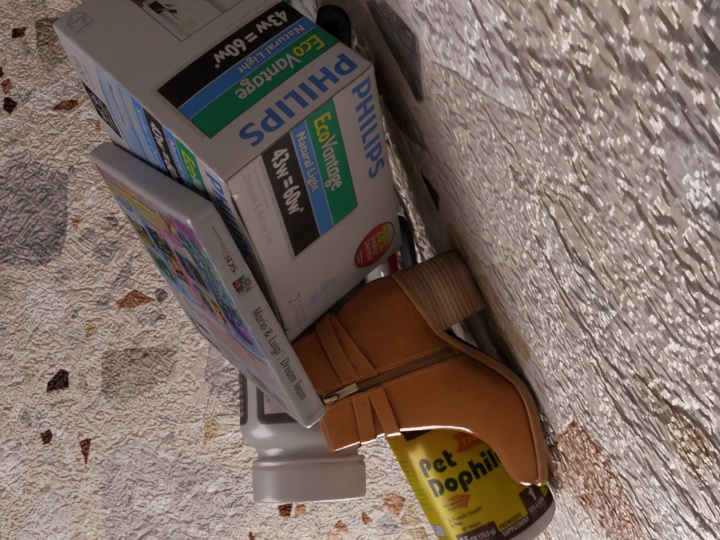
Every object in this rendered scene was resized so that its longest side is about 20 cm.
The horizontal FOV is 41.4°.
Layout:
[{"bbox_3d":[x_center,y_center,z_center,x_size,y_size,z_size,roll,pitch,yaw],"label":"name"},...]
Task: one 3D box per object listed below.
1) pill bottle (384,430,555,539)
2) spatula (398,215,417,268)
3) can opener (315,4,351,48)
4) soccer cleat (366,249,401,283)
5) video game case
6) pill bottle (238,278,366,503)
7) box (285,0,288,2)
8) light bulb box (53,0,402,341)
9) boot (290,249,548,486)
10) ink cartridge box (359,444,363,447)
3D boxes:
[{"bbox_3d":[0.081,0.145,0.832,0.202,0.108,0.109,62,175,1],"label":"pill bottle"},{"bbox_3d":[0.062,0.027,0.911,0.057,0.020,0.202,-117,4,-50],"label":"spatula"},{"bbox_3d":[-0.024,-0.146,0.741,0.200,0.077,0.065,92,-173,-72],"label":"can opener"},{"bbox_3d":[0.000,0.000,0.972,0.200,0.083,0.070,-137,42,-82],"label":"soccer cleat"},{"bbox_3d":[-0.114,0.005,0.689,0.199,0.024,0.184,30,150,53],"label":"video game case"},{"bbox_3d":[-0.046,0.088,0.795,0.114,0.111,0.204,92,176,-80],"label":"pill bottle"},{"bbox_3d":[-0.126,-0.324,0.839,0.203,0.048,0.117,65,174,-8],"label":"box"},{"bbox_3d":[-0.086,-0.092,0.682,0.200,0.124,0.199,41,161,29],"label":"light bulb box"},{"bbox_3d":[0.044,0.103,0.724,0.203,0.153,0.074,62,174,-3],"label":"boot"},{"bbox_3d":[0.016,0.146,1.122,0.048,0.158,0.200,58,-179,-5],"label":"ink cartridge box"}]
